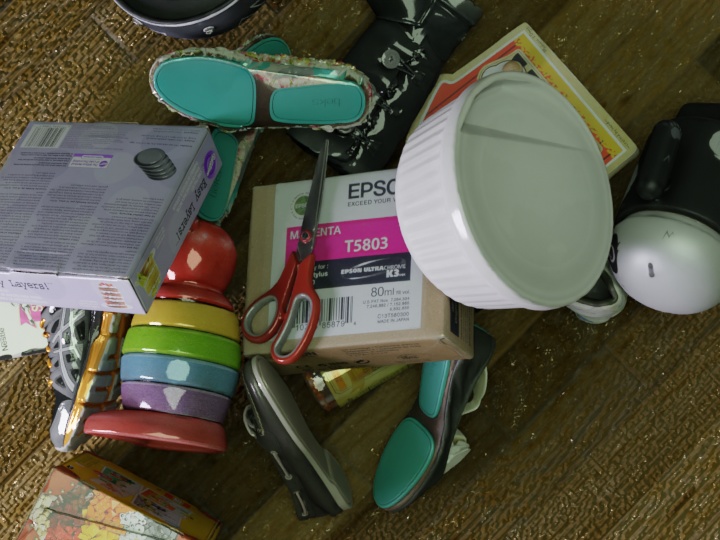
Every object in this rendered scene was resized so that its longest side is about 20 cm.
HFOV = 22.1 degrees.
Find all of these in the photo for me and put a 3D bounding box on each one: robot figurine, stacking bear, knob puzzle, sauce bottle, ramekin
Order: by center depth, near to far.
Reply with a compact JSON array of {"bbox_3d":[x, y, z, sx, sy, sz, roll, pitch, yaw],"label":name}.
[{"bbox_3d":[0.116,-0.060,1.558,0.201,0.094,0.204,14,69,-40],"label":"ramekin"},{"bbox_3d":[-0.157,0.054,1.619,0.113,0.121,0.202,2,79,28],"label":"stacking bear"},{"bbox_3d":[0.297,-0.057,1.657,0.150,0.125,0.201,30,64,-10],"label":"robot figurine"},{"bbox_3d":[0.121,-0.111,1.676,0.218,0.030,0.221,-6,69,16],"label":"knob puzzle"},{"bbox_3d":[0.037,0.057,1.699,0.199,0.066,0.066,-32,90,-2],"label":"sauce bottle"}]

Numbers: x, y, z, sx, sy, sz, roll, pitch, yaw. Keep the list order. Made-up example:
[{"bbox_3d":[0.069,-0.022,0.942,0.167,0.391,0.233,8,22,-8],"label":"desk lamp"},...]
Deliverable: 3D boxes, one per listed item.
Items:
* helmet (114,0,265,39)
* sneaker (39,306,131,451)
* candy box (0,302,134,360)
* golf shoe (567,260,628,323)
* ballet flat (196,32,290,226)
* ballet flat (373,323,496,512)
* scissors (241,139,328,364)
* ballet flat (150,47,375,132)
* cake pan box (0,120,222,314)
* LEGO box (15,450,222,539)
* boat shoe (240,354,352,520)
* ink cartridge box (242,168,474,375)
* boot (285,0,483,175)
[{"bbox_3d":[-0.155,-0.308,1.636,0.199,0.200,0.191,-25,126,-1],"label":"helmet"},{"bbox_3d":[-0.249,0.061,1.638,0.077,0.078,0.202,12,89,12],"label":"sneaker"},{"bbox_3d":[-0.269,0.002,1.698,0.198,0.061,0.137,-12,90,0],"label":"candy box"},{"bbox_3d":[0.160,-0.023,1.684,0.199,0.097,0.079,29,91,2],"label":"golf shoe"},{"bbox_3d":[-0.129,-0.129,1.694,0.075,0.064,0.201,34,71,-29],"label":"ballet flat"},{"bbox_3d":[0.076,0.139,1.686,0.068,0.068,0.201,6,118,-32],"label":"ballet flat"},{"bbox_3d":[-0.043,-0.016,1.615,0.073,0.014,0.201,19,81,33],"label":"scissors"},{"bbox_3d":[-0.087,-0.161,1.634,0.198,0.064,0.076,8,111,-5],"label":"ballet flat"},{"bbox_3d":[-0.243,-0.050,1.604,0.199,0.052,0.185,3,47,22],"label":"cake pan box"},{"bbox_3d":[-0.209,0.232,1.627,0.148,0.200,0.078,28,89,1],"label":"LEGO box"},{"bbox_3d":[-0.070,0.159,1.655,0.057,0.067,0.200,-24,129,9],"label":"boat shoe"},{"bbox_3d":[0.000,0.000,1.639,0.199,0.075,0.166,-7,70,23],"label":"ink cartridge box"},{"bbox_3d":[-0.006,-0.200,1.706,0.164,0.066,0.201,34,94,2],"label":"boot"}]
